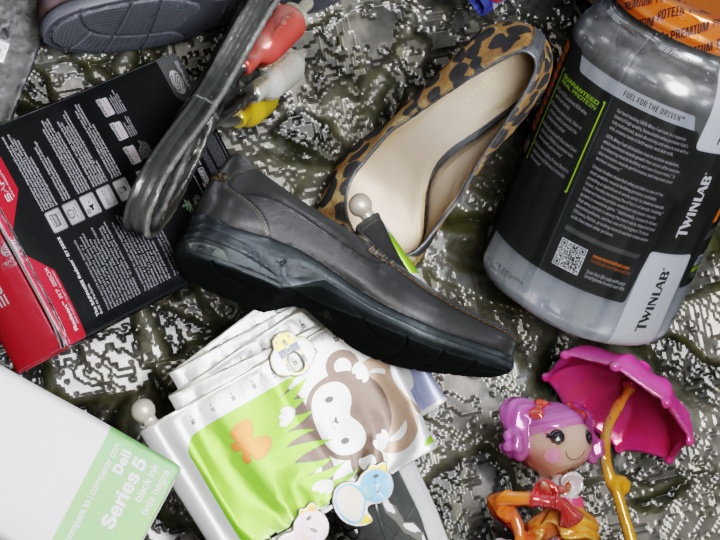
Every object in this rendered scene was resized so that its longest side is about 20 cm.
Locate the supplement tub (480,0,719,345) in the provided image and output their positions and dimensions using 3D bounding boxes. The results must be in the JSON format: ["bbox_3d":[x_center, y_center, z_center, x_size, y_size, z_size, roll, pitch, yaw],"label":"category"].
[{"bbox_3d":[0.157,-0.069,1.616,0.122,0.123,0.201,18,113,-11],"label":"supplement tub"}]

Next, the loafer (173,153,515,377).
[{"bbox_3d":[0.000,0.000,1.555,0.199,0.073,0.073,24,71,-13],"label":"loafer"}]

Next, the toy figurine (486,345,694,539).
[{"bbox_3d":[0.127,0.135,1.624,0.199,0.150,0.185,2,71,-30],"label":"toy figurine"}]

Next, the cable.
[{"bbox_3d":[-0.071,-0.093,1.568,0.050,0.097,0.200,24,38,2],"label":"cable"}]

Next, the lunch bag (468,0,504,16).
[{"bbox_3d":[0.072,-0.276,1.655,0.150,0.094,0.200,-33,61,-8],"label":"lunch bag"}]

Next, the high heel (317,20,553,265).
[{"bbox_3d":[0.034,-0.056,1.613,0.071,0.143,0.200,36,77,-8],"label":"high heel"}]

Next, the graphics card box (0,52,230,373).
[{"bbox_3d":[-0.145,-0.035,1.560,0.200,0.051,0.126,-31,92,-52],"label":"graphics card box"}]

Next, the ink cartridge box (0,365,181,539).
[{"bbox_3d":[-0.211,0.094,1.534,0.199,0.145,0.084,30,80,-9],"label":"ink cartridge box"}]

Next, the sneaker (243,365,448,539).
[{"bbox_3d":[-0.012,0.138,1.623,0.099,0.071,0.201,-21,85,-12],"label":"sneaker"}]

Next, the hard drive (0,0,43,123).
[{"bbox_3d":[-0.247,-0.152,1.608,0.139,0.038,0.201,21,80,-11],"label":"hard drive"}]

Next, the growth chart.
[{"bbox_3d":[-0.026,0.073,1.586,0.200,0.018,0.145,-41,90,-12],"label":"growth chart"}]

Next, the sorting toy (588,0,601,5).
[{"bbox_3d":[0.245,-0.180,1.717,0.200,0.070,0.199,44,76,-6],"label":"sorting toy"}]

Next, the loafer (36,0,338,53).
[{"bbox_3d":[-0.101,-0.172,1.632,0.199,0.072,0.063,-12,70,-27],"label":"loafer"}]
